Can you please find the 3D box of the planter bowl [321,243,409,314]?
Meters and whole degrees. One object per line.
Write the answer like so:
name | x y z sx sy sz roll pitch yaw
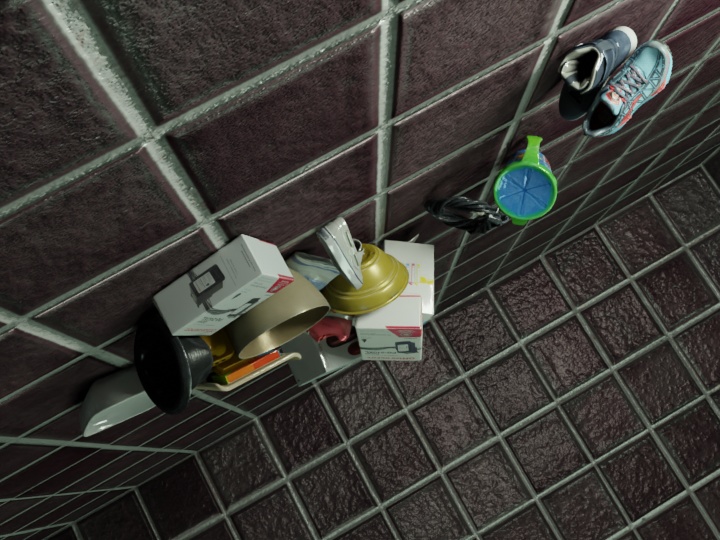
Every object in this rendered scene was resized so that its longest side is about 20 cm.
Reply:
planter bowl | 0.000 0.000 1.692 0.200 0.200 0.084 -27 125 -13

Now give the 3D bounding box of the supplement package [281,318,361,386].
supplement package | -0.079 0.147 1.902 0.199 0.192 0.147 -20 172 -38

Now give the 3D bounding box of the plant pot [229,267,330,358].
plant pot | -0.176 0.062 1.508 0.200 0.135 0.200 -28 168 -7

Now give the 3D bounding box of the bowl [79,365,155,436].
bowl | -0.514 0.270 1.686 0.199 0.075 0.200 -22 164 -34

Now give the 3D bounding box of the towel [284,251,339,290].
towel | -0.142 0.032 1.629 0.200 0.024 0.146 -38 146 30

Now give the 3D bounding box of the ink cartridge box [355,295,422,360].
ink cartridge box | 0.068 0.133 1.759 0.144 0.085 0.200 0 154 5

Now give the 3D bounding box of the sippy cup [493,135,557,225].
sippy cup | 0.365 -0.199 1.711 0.178 0.139 0.131 -44 -169 33

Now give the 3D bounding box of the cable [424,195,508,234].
cable | 0.218 -0.121 1.715 0.162 0.051 0.200 14 174 -26

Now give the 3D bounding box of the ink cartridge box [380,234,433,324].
ink cartridge box | 0.102 0.022 1.871 0.124 0.201 0.129 5 160 -9

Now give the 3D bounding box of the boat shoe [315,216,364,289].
boat shoe | -0.025 -0.035 1.546 0.066 0.072 0.200 -39 139 -7

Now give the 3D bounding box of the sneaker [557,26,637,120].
sneaker | 0.381 -0.327 1.366 0.146 0.077 0.203 -35 163 -37

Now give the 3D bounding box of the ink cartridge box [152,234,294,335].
ink cartridge box | -0.237 0.031 1.361 0.200 0.084 0.145 -33 167 12

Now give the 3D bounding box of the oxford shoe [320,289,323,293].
oxford shoe | -0.084 0.042 1.802 0.199 0.071 0.075 -11 168 -43

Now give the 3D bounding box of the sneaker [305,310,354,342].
sneaker | -0.110 0.115 1.738 0.199 0.087 0.074 5 178 23

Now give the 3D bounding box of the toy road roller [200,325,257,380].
toy road roller | -0.295 0.138 1.555 0.199 0.123 0.146 -24 166 -28

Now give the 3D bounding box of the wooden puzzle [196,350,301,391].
wooden puzzle | -0.250 0.209 1.669 0.199 0.037 0.185 -20 -176 -31

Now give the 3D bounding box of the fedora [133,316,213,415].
fedora | -0.331 0.163 1.412 0.091 0.201 0.201 -15 161 -40

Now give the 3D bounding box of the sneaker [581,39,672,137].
sneaker | 0.455 -0.301 1.336 0.095 0.079 0.200 -31 158 -47
